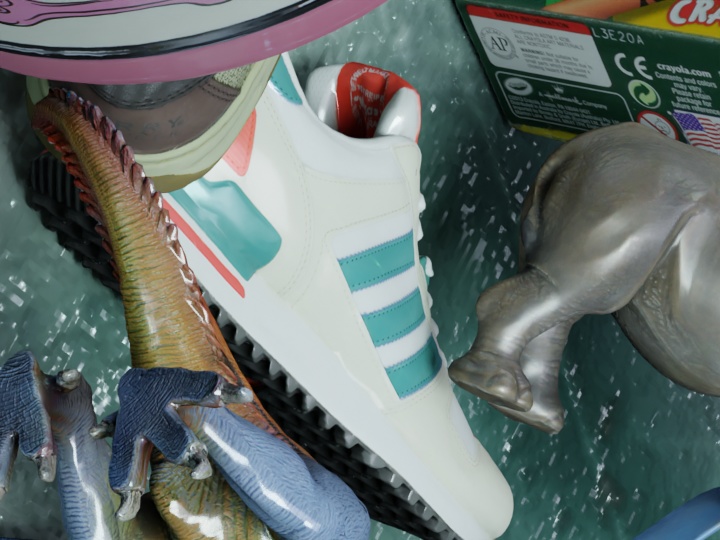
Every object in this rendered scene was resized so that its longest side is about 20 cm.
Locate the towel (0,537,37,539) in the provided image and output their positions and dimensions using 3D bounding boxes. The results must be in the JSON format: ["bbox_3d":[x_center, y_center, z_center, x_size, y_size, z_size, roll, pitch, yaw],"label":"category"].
[{"bbox_3d":[-0.098,0.168,0.753,0.112,0.049,0.200,10,91,-48],"label":"towel"}]

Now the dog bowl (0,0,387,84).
[{"bbox_3d":[-0.047,-0.126,0.637,0.200,0.200,0.074,-56,154,-21],"label":"dog bowl"}]

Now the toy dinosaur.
[{"bbox_3d":[0.001,0.075,0.664,0.181,0.105,0.200,39,47,-40],"label":"toy dinosaur"}]

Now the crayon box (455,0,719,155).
[{"bbox_3d":[0.157,-0.099,0.850,0.173,0.200,0.058,-49,132,-28],"label":"crayon box"}]

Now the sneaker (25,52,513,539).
[{"bbox_3d":[0.000,0.000,0.800,0.093,0.070,0.200,-55,131,-14],"label":"sneaker"}]

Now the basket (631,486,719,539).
[{"bbox_3d":[0.055,0.175,0.854,0.200,0.139,0.177,-29,120,-29],"label":"basket"}]

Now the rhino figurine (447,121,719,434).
[{"bbox_3d":[0.123,0.026,0.818,0.200,0.060,0.088,23,84,-16],"label":"rhino figurine"}]

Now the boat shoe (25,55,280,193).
[{"bbox_3d":[-0.021,-0.113,0.725,0.072,0.066,0.201,26,66,-7],"label":"boat shoe"}]
